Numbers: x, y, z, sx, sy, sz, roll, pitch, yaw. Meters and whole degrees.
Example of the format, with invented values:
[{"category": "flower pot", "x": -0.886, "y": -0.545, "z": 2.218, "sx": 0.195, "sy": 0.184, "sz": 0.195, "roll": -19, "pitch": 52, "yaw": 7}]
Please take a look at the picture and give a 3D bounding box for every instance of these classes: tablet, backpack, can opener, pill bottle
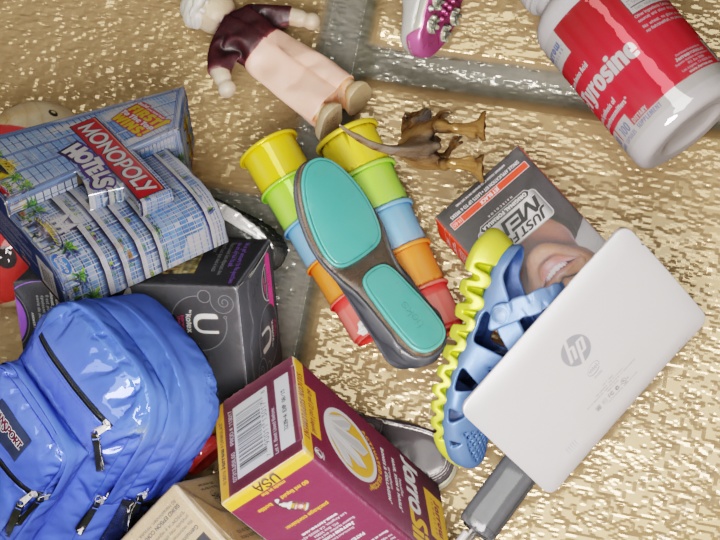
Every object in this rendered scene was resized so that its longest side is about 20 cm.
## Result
[{"category": "tablet", "x": 0.185, "y": 0.075, "z": 1.353, "sx": 0.200, "sy": 0.014, "sz": 0.130, "roll": -48, "pitch": 120, "yaw": -2}, {"category": "backpack", "x": -0.212, "y": 0.125, "z": 1.283, "sx": 0.163, "sy": 0.167, "sz": 0.200, "roll": 47, "pitch": 113, "yaw": 20}, {"category": "can opener", "x": 0.096, "y": 0.200, "z": 1.393, "sx": 0.066, "sy": 0.053, "sz": 0.200, "roll": 40, "pitch": 83, "yaw": 14}, {"category": "pill bottle", "x": 0.227, "y": -0.197, "z": 1.448, "sx": 0.112, "sy": 0.112, "sz": 0.200, "roll": -36, "pitch": 74, "yaw": -3}]

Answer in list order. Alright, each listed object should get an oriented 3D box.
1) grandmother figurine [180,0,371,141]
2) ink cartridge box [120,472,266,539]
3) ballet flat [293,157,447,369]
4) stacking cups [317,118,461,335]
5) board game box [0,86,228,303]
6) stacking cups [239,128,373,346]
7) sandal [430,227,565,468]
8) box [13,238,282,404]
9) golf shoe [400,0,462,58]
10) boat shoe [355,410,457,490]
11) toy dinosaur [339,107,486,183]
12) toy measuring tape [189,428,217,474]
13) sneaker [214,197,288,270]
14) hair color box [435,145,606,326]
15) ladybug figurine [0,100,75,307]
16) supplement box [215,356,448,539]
[{"category": "grandmother figurine", "x": -0.091, "y": -0.200, "z": 1.520, "sx": 0.200, "sy": 0.061, "sz": 0.121, "roll": 41, "pitch": 56, "yaw": 17}, {"category": "ink cartridge box", "x": -0.142, "y": 0.242, "z": 1.322, "sx": 0.075, "sy": 0.200, "sz": 0.165, "roll": 44, "pitch": 100, "yaw": 13}, {"category": "ballet flat", "x": 0.000, "y": 0.000, "z": 1.400, "sx": 0.073, "sy": 0.073, "sz": 0.201, "roll": -34, "pitch": 80, "yaw": -2}, {"category": "stacking cups", "x": 0.034, "y": -0.035, "z": 1.455, "sx": 0.060, "sy": 0.061, "sz": 0.201, "roll": -28, "pitch": 78, "yaw": -1}, {"category": "board game box", "x": -0.205, "y": -0.074, "z": 1.397, "sx": 0.199, "sy": 0.062, "sz": 0.200, "roll": -27, "pitch": 43, "yaw": -23}, {"category": "stacking cups", "x": -0.032, "y": -0.029, "z": 1.470, "sx": 0.060, "sy": 0.061, "sz": 0.201, "roll": -32, "pitch": 78, "yaw": -2}, {"category": "sandal", "x": 0.115, "y": 0.071, "z": 1.368, "sx": 0.087, "sy": 0.079, "sz": 0.202, "roll": 17, "pitch": 103, "yaw": 20}, {"category": "box", "x": -0.177, "y": 0.045, "z": 1.406, "sx": 0.198, "sy": 0.106, "sz": 0.123, "roll": 2, "pitch": 113, "yaw": 14}, {"category": "golf shoe", "x": 0.056, "y": -0.289, "z": 1.523, "sx": 0.091, "sy": 0.075, "sz": 0.202, "roll": 6, "pitch": 74, "yaw": 24}, {"category": "boat shoe", "x": -0.017, "y": 0.153, "z": 1.413, "sx": 0.198, "sy": 0.065, "sz": 0.073, "roll": 8, "pitch": 74, "yaw": 8}, {"category": "toy dinosaur", "x": 0.052, "y": -0.104, "z": 1.415, "sx": 0.105, "sy": 0.200, "sz": 0.061, "roll": 1, "pitch": 99, "yaw": 10}, {"category": "toy measuring tape", "x": -0.180, "y": 0.165, "z": 1.429, "sx": 0.200, "sy": 0.074, "sz": 0.074, "roll": -42, "pitch": 75, "yaw": -5}, {"category": "sneaker", "x": -0.153, "y": -0.034, "z": 1.475, "sx": 0.199, "sy": 0.074, "sz": 0.080, "roll": 23, "pitch": 86, "yaw": 27}, {"category": "hair color box", "x": 0.166, "y": 0.002, "z": 1.431, "sx": 0.101, "sy": 0.061, "sz": 0.200, "roll": -41, "pitch": 75, "yaw": -5}, {"category": "ladybug figurine", "x": -0.311, "y": -0.063, "z": 1.496, "sx": 0.135, "sy": 0.072, "sz": 0.202, "roll": 7, "pitch": 77, "yaw": 17}, {"category": "supplement box", "x": -0.019, "y": 0.178, "z": 1.320, "sx": 0.085, "sy": 0.200, "sz": 0.111, "roll": -34, "pitch": 35, "yaw": 18}]
